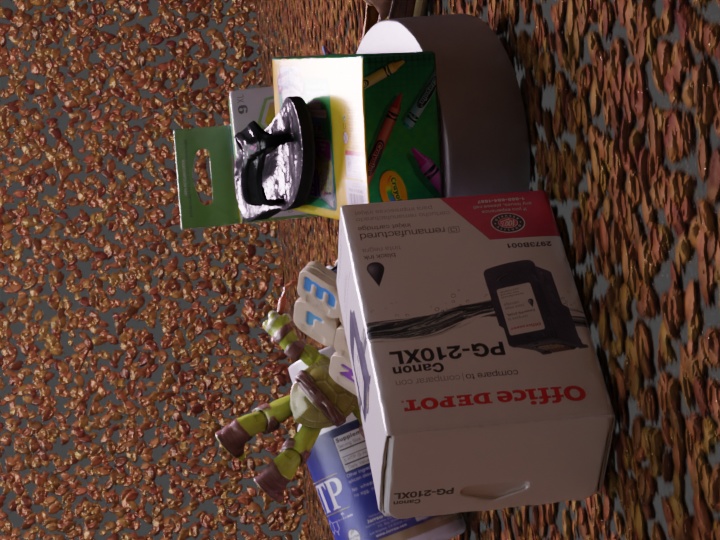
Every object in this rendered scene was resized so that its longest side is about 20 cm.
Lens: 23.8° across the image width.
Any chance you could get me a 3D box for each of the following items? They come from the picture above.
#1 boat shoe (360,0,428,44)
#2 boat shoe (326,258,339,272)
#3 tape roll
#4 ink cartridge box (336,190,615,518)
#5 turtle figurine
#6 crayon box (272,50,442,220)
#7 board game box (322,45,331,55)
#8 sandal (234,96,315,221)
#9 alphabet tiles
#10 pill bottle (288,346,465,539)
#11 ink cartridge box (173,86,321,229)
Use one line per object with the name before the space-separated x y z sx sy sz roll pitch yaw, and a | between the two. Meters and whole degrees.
boat shoe | 0.026 -0.259 1.541 0.072 0.067 0.201 -108 16 -62
boat shoe | 0.000 0.000 1.452 0.200 0.092 0.075 -143 47 -65
tape roll | 0.054 -0.089 1.277 0.200 0.066 0.202 174 90 -69
ink cartridge box | 0.069 0.049 1.100 0.085 0.144 0.201 93 169 -46
turtle figurine | -0.032 0.121 1.448 0.200 0.161 0.064 47 178 -2
crayon box | -0.006 -0.100 1.256 0.200 0.058 0.120 -163 68 -68
board game box | 0.028 -0.135 1.617 0.201 0.039 0.158 63 -174 24
sandal | -0.076 -0.075 1.298 0.200 0.048 0.076 143 118 -69
alphabet tiles | 0.035 0.068 1.330 0.015 0.199 0.196 -51 -14 -27
pill bottle | 0.009 0.168 1.577 0.120 0.119 0.201 116 133 -76
ink cartridge box | -0.061 -0.102 1.475 0.059 0.199 0.104 93 170 -66
